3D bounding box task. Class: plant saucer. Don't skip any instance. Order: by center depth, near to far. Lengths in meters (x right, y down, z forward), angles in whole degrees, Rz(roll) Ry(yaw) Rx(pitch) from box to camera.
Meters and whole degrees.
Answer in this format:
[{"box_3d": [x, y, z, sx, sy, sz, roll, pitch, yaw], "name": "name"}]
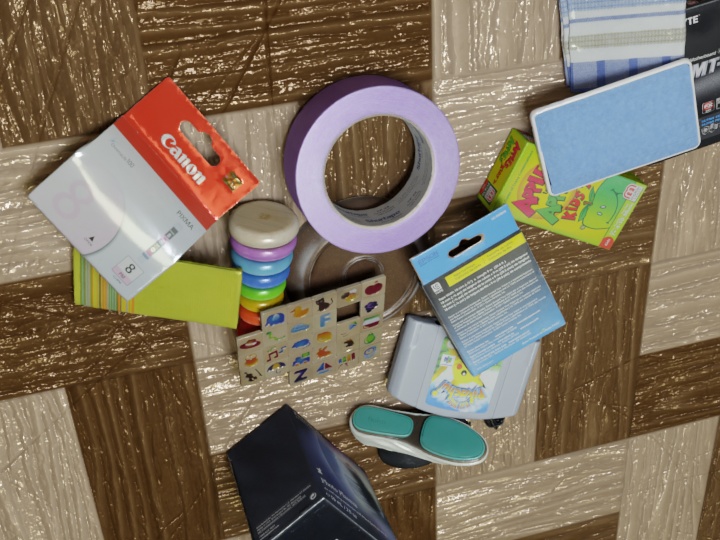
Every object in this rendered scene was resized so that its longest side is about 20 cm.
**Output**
[{"box_3d": [0.000, 0.000, 1.318, 0.199, 0.032, 0.201, -9, 124, -13], "name": "plant saucer"}]

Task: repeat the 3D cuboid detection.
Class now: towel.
[{"box_3d": [0.306, -0.306, 1.202, 0.146, 0.024, 0.201, -2, 126, 16], "name": "towel"}, {"box_3d": [-0.241, 0.018, 1.217, 0.199, 0.018, 0.086, 9, 123, -2], "name": "towel"}]

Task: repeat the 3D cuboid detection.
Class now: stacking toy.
[{"box_3d": [-0.121, 0.018, 1.262, 0.085, 0.085, 0.201, -6, 127, -15], "name": "stacking toy"}]

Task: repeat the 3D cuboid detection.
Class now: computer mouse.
[{"box_3d": [0.116, 0.218, 1.484, 0.199, 0.046, 0.141, -21, 125, -6], "name": "computer mouse"}]

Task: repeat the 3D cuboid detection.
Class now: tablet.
[{"box_3d": [0.313, -0.173, 1.251, 0.199, 0.014, 0.130, -19, 127, 4], "name": "tablet"}]

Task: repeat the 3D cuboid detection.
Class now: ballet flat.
[{"box_3d": [0.082, 0.237, 1.439, 0.199, 0.069, 0.070, 12, 122, 12], "name": "ballet flat"}]

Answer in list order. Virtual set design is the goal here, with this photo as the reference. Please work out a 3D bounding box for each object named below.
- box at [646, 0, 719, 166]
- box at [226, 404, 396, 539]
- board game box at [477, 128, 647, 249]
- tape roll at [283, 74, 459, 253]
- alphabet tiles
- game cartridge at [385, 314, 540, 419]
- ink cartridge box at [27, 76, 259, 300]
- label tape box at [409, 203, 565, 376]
[{"box_3d": [0.435, -0.254, 1.301, 0.199, 0.050, 0.199, -18, 126, -9], "name": "box"}, {"box_3d": [-0.061, 0.323, 1.395, 0.123, 0.199, 0.200, -40, 125, 5], "name": "box"}, {"box_3d": [0.263, -0.103, 1.334, 0.199, 0.048, 0.102, 15, 115, -26], "name": "board game box"}, {"box_3d": [0.013, -0.124, 1.205, 0.199, 0.066, 0.201, -7, 114, -16], "name": "tape roll"}, {"box_3d": [-0.062, 0.088, 1.313, 0.199, 0.008, 0.168, -17, 141, -16], "name": "alphabet tiles"}, {"box_3d": [0.142, 0.140, 1.425, 0.199, 0.040, 0.134, 10, 110, -16], "name": "game cartridge"}, {"box_3d": [-0.239, -0.089, 1.141, 0.200, 0.057, 0.163, -38, 105, 12], "name": "ink cartridge box"}, {"box_3d": [0.158, 0.018, 1.327, 0.144, 0.063, 0.200, -30, 116, 0], "name": "label tape box"}]
